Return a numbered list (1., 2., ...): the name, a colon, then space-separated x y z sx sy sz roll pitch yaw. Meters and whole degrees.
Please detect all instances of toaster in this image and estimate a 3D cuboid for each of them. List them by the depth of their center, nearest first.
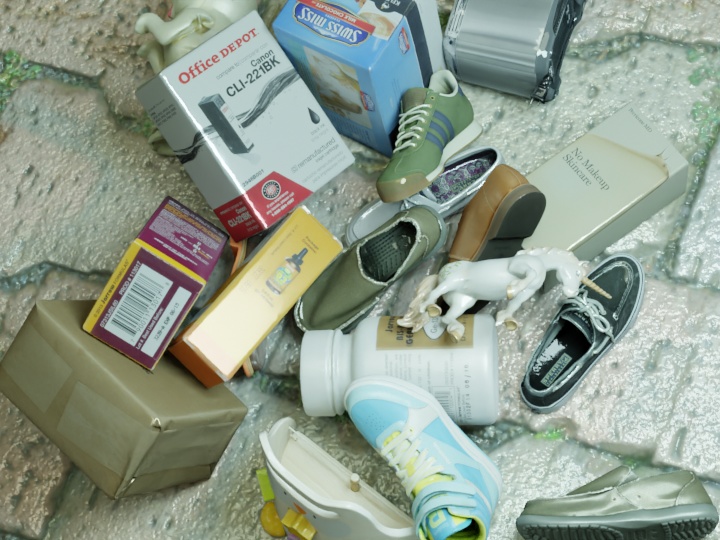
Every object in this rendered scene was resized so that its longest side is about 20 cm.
1. toaster: 0.175 -0.279 1.691 0.128 0.114 0.201 13 71 18

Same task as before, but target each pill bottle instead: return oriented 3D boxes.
1. pill bottle: 0.042 0.104 1.540 0.198 0.115 0.115 -2 66 8

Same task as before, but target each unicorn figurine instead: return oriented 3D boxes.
1. unicorn figurine: 0.144 0.016 1.484 0.198 0.074 0.138 6 29 16

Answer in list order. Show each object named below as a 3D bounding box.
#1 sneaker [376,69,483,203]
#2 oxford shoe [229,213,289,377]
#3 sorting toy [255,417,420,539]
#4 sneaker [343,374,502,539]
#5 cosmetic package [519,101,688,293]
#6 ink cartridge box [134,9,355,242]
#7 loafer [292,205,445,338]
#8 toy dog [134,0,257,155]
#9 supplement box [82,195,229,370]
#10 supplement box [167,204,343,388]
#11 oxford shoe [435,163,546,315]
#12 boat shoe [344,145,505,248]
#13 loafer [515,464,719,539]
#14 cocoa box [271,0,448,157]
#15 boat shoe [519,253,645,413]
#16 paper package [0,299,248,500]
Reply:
1. sneaker: 0.062 -0.152 1.612 0.067 0.090 0.200 -10 21 36
2. oxford shoe: -0.105 0.019 1.625 0.072 0.071 0.201 -2 66 3
3. sorting toy: -0.040 0.224 1.464 0.199 0.180 0.107 35 75 21
4. sneaker: 0.060 0.195 1.448 0.200 0.131 0.080 39 117 -13
5. cosmetic package: 0.246 -0.079 1.612 0.199 0.073 0.104 -37 66 -7
6. ink cartridge box: -0.125 -0.156 1.603 0.144 0.084 0.201 -39 99 -29
7. loafer: 0.000 0.000 1.583 0.200 0.070 0.075 -43 77 12
8. toy dog: -0.171 -0.258 1.721 0.192 0.140 0.201 -4 64 7
9. supplement box: -0.210 0.009 1.555 0.085 0.200 0.111 32 105 -6
10. supplement box: -0.108 0.027 1.539 0.067 0.069 0.200 44 67 -8
11. oxford shoe: 0.124 -0.024 1.571 0.071 0.071 0.201 53 125 37
12. boat shoe: 0.072 -0.079 1.640 0.199 0.069 0.072 -21 65 -1
13. loafer: 0.253 0.236 1.481 0.198 0.075 0.070 -4 54 2
14. cocoa box: 0.005 -0.243 1.650 0.133 0.200 0.132 27 73 20
15. boat shoe: 0.232 0.056 1.556 0.073 0.068 0.199 38 77 21
16. paper package: -0.244 0.128 1.526 0.200 0.190 0.104 39 105 21
